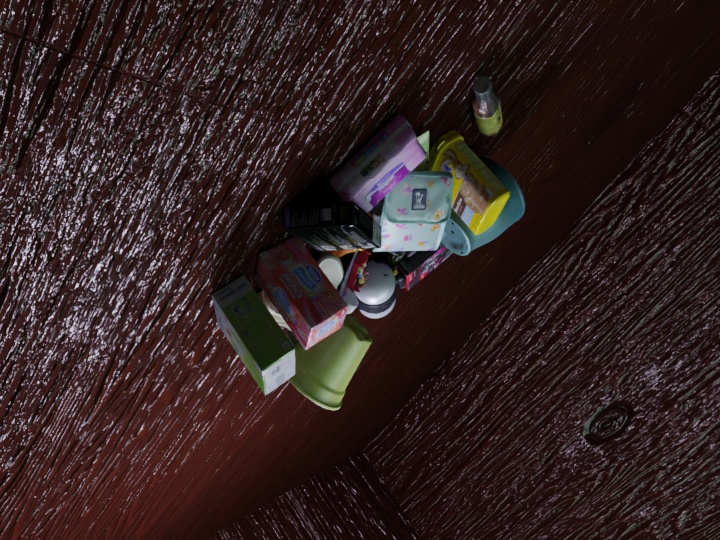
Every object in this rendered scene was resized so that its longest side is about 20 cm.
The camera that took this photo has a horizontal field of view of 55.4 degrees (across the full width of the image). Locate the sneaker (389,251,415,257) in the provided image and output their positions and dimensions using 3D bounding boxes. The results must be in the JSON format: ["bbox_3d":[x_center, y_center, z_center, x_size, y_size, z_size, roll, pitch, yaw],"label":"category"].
[{"bbox_3d":[0.135,-0.109,1.723,0.198,0.115,0.077,-38,163,-14],"label":"sneaker"}]

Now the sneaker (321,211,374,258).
[{"bbox_3d":[-0.031,-0.063,1.553,0.072,0.078,0.200,-24,165,-38],"label":"sneaker"}]

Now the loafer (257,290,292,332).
[{"bbox_3d":[-0.170,0.087,1.572,0.068,0.076,0.199,-42,142,12],"label":"loafer"}]

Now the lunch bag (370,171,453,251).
[{"bbox_3d":[0.111,-0.141,1.537,0.165,0.125,0.202,-1,142,-14],"label":"lunch bag"}]

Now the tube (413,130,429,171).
[{"bbox_3d":[0.127,-0.237,1.535,0.201,0.050,0.059,69,38,-66],"label":"tube"}]

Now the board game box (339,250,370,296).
[{"bbox_3d":[0.000,0.000,1.670,0.200,0.038,0.162,-16,128,-84],"label":"board game box"}]

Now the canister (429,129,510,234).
[{"bbox_3d":[0.244,-0.202,1.593,0.085,0.201,0.150,-29,158,-26],"label":"canister"}]

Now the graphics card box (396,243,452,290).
[{"bbox_3d":[0.191,-0.040,1.926,0.199,0.051,0.126,-40,161,-9],"label":"graphics card box"}]

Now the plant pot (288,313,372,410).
[{"bbox_3d":[-0.073,0.200,1.676,0.186,0.200,0.199,-52,159,9],"label":"plant pot"}]

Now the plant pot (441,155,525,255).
[{"bbox_3d":[0.283,-0.150,1.739,0.187,0.200,0.201,-42,162,-20],"label":"plant pot"}]

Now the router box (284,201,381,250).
[{"bbox_3d":[-0.051,-0.086,1.394,0.144,0.053,0.200,-3,169,17],"label":"router box"}]

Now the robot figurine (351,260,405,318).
[{"bbox_3d":[0.038,0.052,1.871,0.152,0.123,0.201,-53,164,-16],"label":"robot figurine"}]

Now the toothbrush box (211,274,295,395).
[{"bbox_3d":[-0.222,0.137,1.438,0.085,0.202,0.147,-30,159,-20],"label":"toothbrush box"}]

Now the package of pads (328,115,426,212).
[{"bbox_3d":[0.038,-0.207,1.384,0.199,0.076,0.120,-43,159,6],"label":"package of pads"}]

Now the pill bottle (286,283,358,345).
[{"bbox_3d":[-0.097,0.131,1.794,0.201,0.113,0.112,-48,159,21],"label":"pill bottle"}]

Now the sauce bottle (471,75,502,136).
[{"bbox_3d":[0.279,-0.363,1.519,0.066,0.066,0.200,-41,163,4],"label":"sauce bottle"}]

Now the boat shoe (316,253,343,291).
[{"bbox_3d":[-0.076,0.013,1.600,0.072,0.064,0.202,1,150,-2],"label":"boat shoe"}]

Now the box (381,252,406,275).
[{"bbox_3d":[0.130,-0.048,1.940,0.157,0.050,0.201,-32,159,-19],"label":"box"}]

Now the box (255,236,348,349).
[{"bbox_3d":[-0.124,0.043,1.424,0.101,0.202,0.095,-27,158,-28],"label":"box"}]
